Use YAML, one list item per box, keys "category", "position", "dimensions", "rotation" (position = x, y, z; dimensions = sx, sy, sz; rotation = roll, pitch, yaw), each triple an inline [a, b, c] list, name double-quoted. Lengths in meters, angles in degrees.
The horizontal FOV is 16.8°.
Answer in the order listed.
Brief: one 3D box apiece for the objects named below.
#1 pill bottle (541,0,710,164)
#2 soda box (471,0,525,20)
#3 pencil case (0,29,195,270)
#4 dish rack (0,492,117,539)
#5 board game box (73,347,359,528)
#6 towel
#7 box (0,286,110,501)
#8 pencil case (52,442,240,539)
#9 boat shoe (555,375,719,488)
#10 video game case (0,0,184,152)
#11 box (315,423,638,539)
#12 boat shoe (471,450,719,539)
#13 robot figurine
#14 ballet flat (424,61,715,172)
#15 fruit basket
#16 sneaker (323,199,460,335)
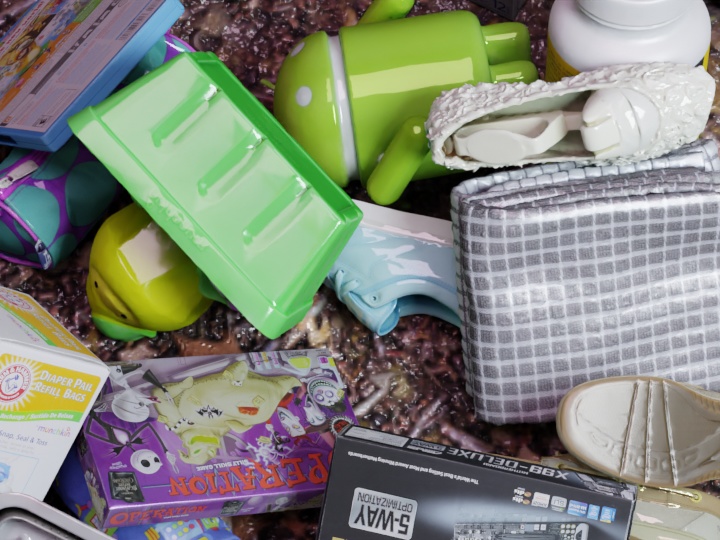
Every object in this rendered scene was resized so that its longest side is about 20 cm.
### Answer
- category: "pill bottle"
  position: [0.184, -0.138, 1.697]
  dimensions: [0.112, 0.201, 0.113]
  rotation: [-1, 48, 1]
- category: "soda box"
  position: [0.047, -0.271, 1.855]
  dimensions: [0.199, 0.064, 0.068]
  rotation: [28, 68, 15]
- category: "pencil case"
  position: [-0.198, -0.093, 1.765]
  dimensions: [0.085, 0.093, 0.200]
  rotation: [29, 67, 22]
- category: "dish rack"
  position: [-0.182, 0.246, 1.576]
  dimensions: [0.199, 0.044, 0.172]
  rotation: [27, 101, -1]
- category: "board game box"
  position: [-0.095, 0.110, 1.642]
  dimensions: [0.199, 0.032, 0.120]
  rotation: [-3, 56, -28]
- category: "towel"
  position: [0.166, 0.011, 1.657]
  dimensions: [0.199, 0.166, 0.086]
  rotation: [-8, 20, -5]
- category: "box"
  position: [-0.270, 0.113, 1.599]
  dimensions: [0.112, 0.101, 0.201]
  rotation: [38, 103, 41]
- category: "pencil case"
  position: [-0.168, 0.145, 1.654]
  dimensions: [0.200, 0.078, 0.087]
  rotation: [47, 117, 21]
- category: "boat shoe"
  position: [0.210, 0.107, 1.624]
  dimensions: [0.199, 0.065, 0.073]
  rotation: [4, 88, -25]
- category: "video game case"
  position: [-0.224, -0.146, 1.762]
  dimensions: [0.143, 0.018, 0.200]
  rotation: [-50, 30, -19]
- category: "box"
  position: [0.069, 0.199, 1.591]
  dimensions: [0.199, 0.050, 0.159]
  rotation: [12, 99, 8]
- category: "boat shoe"
  position: [0.150, 0.157, 1.643]
  dimensions: [0.199, 0.074, 0.067]
  rotation: [18, 56, 8]
- category: "robot figurine"
  position: [0.028, -0.122, 1.754]
  dimensions: [0.199, 0.116, 0.176]
  rotation: [-8, 48, 1]
- category: "ballet flat"
  position: [0.136, -0.093, 1.618]
  dimensions: [0.199, 0.072, 0.072]
  rotation: [-6, 63, 18]
- category: "fruit basket"
  position: [-0.124, -0.025, 1.670]
  dimensions: [0.214, 0.155, 0.217]
  rotation: [1, 95, 9]
- category: "sneaker"
  position: [0.000, 0.000, 1.721]
  dimensions: [0.199, 0.074, 0.082]
  rotation: [8, 69, 12]
